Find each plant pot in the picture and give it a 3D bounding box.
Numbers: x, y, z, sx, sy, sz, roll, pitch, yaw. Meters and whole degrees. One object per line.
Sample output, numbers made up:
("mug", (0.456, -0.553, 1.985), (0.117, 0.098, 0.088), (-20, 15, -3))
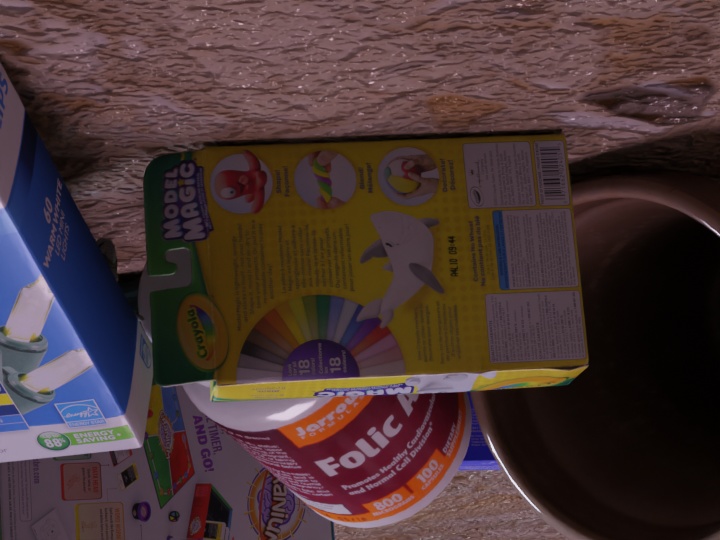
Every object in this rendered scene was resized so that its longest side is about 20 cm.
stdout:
("plant pot", (0.183, 0.039, 1.108), (0.200, 0.200, 0.175), (-17, 178, 40))

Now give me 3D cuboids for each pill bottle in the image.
("pill bottle", (-0.027, 0.048, 1.108), (0.114, 0.114, 0.200), (-10, 149, 22))

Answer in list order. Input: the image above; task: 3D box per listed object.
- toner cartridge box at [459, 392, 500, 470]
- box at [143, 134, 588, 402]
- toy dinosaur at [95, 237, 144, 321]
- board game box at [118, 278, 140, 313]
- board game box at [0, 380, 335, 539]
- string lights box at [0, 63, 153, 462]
("toner cartridge box", (0.056, 0.081, 1.369), (0.200, 0.095, 0.043), (2, 165, -21))
("box", (0.000, 0.000, 0.987), (0.200, 0.117, 0.048), (-1, 165, -9))
("toy dinosaur", (-0.155, 0.041, 1.075), (0.077, 0.102, 0.200), (-13, 146, -12))
("board game box", (-0.086, 0.027, 1.247), (0.200, 0.028, 0.135), (-8, 166, 13))
("board game box", (-0.118, 0.127, 1.259), (0.200, 0.153, 0.040), (0, 166, -15))
("string lights box", (-0.169, 0.002, 0.907), (0.103, 0.059, 0.200), (-8, 140, 13))
